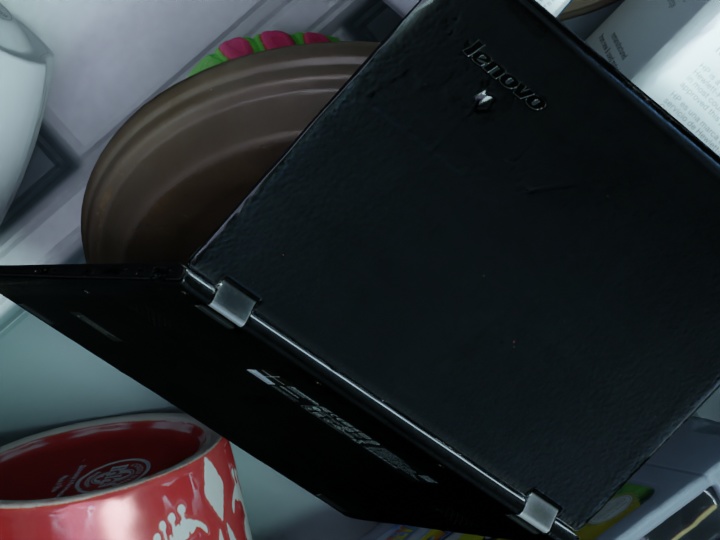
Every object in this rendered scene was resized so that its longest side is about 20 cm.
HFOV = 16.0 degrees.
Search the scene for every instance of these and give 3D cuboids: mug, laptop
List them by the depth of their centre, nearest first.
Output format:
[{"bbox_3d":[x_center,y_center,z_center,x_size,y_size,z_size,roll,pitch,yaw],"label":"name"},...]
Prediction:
[{"bbox_3d":[0.014,0.001,0.864,0.187,0.199,0.116,36,69,-32],"label":"laptop"},{"bbox_3d":[-0.076,0.168,0.960,0.133,0.177,0.201,-15,102,-23],"label":"mug"}]

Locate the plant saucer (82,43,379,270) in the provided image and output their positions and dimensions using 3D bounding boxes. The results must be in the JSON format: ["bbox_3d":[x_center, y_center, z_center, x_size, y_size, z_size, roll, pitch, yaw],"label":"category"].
[{"bbox_3d":[0.000,0.000,0.905,0.199,0.030,0.201,2,140,1],"label":"plant saucer"}]

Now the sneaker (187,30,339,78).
[{"bbox_3d":[0.028,-0.035,0.952,0.199,0.077,0.084,12,138,-6],"label":"sneaker"}]

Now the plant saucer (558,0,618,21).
[{"bbox_3d":[0.052,-0.184,0.920,0.199,0.029,0.202,1,107,3],"label":"plant saucer"}]

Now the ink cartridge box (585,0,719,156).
[{"bbox_3d":[0.200,-0.092,0.907,0.144,0.085,0.200,41,105,-17],"label":"ink cartridge box"}]

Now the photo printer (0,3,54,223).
[{"bbox_3d":[-0.224,-0.060,0.944,0.199,0.069,0.167,32,105,-7],"label":"photo printer"}]

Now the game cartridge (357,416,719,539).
[{"bbox_3d":[0.049,0.111,0.922,0.199,0.133,0.041,-33,105,-25],"label":"game cartridge"}]

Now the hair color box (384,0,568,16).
[{"bbox_3d":[0.001,-0.166,0.873,0.200,0.061,0.100,39,104,-9],"label":"hair color box"}]
